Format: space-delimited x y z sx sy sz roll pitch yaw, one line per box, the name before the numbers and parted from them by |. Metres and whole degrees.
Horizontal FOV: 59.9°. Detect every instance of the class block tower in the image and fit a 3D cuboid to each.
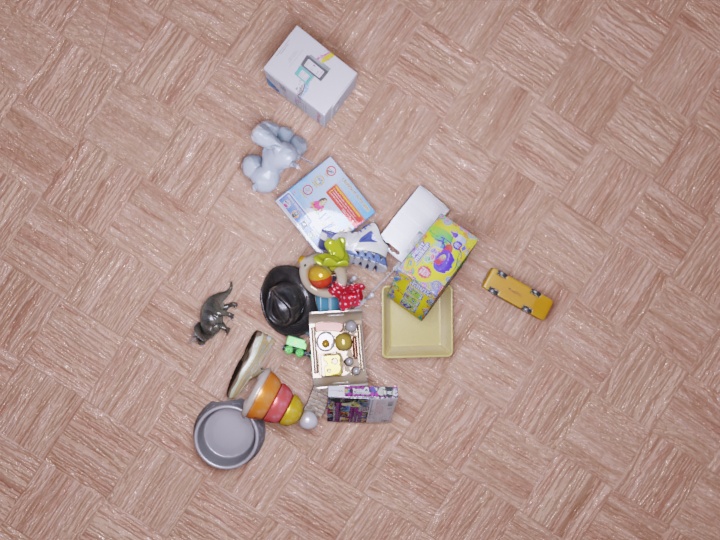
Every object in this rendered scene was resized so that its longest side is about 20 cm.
block tower | -0.096 0.307 1.727 0.058 0.054 0.200 24 90 -2

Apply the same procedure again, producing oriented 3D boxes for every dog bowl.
dog bowl | -0.363 0.451 1.714 0.200 0.059 0.201 0 90 -3

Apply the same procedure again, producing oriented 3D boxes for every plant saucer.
plant saucer | 0.154 0.139 1.736 0.199 0.048 0.200 0 92 -6

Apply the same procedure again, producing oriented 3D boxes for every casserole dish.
casserole dish | -0.119 0.098 1.701 0.121 0.039 0.201 4 100 20

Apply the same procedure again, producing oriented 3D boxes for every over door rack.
over door rack | 0.000 0.000 1.721 0.148 0.067 0.200 44 89 -4

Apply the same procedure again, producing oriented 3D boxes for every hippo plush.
hippo plush | -0.229 -0.289 1.688 0.200 0.159 0.161 44 120 12

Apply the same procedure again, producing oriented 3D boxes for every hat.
hat | -0.210 0.089 1.673 0.200 0.081 0.201 5 100 26

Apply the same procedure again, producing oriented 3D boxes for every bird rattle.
bird rattle | -0.076 0.014 1.616 0.163 0.113 0.200 -1 128 22

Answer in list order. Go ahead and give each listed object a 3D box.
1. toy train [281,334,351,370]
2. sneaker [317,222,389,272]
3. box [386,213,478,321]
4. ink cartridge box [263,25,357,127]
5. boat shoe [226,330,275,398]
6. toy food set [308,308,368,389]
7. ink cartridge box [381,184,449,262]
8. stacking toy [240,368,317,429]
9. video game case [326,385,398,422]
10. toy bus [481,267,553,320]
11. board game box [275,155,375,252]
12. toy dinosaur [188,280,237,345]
toy train | -0.111 0.219 1.680 0.200 0.042 0.057 16 79 -3
sneaker | -0.009 -0.079 1.671 0.199 0.081 0.115 21 65 -3
box | 0.183 -0.005 1.629 0.122 0.193 0.200 36 68 10
ink cartridge box | -0.131 -0.510 1.665 0.200 0.147 0.146 38 88 -4
boat shoe | -0.296 0.268 1.713 0.076 0.072 0.200 27 91 -19
toy food set | -0.057 0.205 1.634 0.143 0.060 0.201 -3 82 -9
ink cartridge box | 0.141 -0.125 1.735 0.109 0.050 0.200 40 90 -3
stacking toy | -0.203 0.364 1.660 0.200 0.146 0.146 29 89 -1
video game case | 0.001 0.359 1.669 0.181 0.200 0.036 1 59 -3
toy bus | 0.433 0.065 1.737 0.200 0.078 0.065 28 90 -3
board game box | -0.096 -0.173 1.718 0.196 0.056 0.200 -39 93 -2
toy dinosaur | -0.396 0.121 1.698 0.102 0.077 0.200 16 93 -10
